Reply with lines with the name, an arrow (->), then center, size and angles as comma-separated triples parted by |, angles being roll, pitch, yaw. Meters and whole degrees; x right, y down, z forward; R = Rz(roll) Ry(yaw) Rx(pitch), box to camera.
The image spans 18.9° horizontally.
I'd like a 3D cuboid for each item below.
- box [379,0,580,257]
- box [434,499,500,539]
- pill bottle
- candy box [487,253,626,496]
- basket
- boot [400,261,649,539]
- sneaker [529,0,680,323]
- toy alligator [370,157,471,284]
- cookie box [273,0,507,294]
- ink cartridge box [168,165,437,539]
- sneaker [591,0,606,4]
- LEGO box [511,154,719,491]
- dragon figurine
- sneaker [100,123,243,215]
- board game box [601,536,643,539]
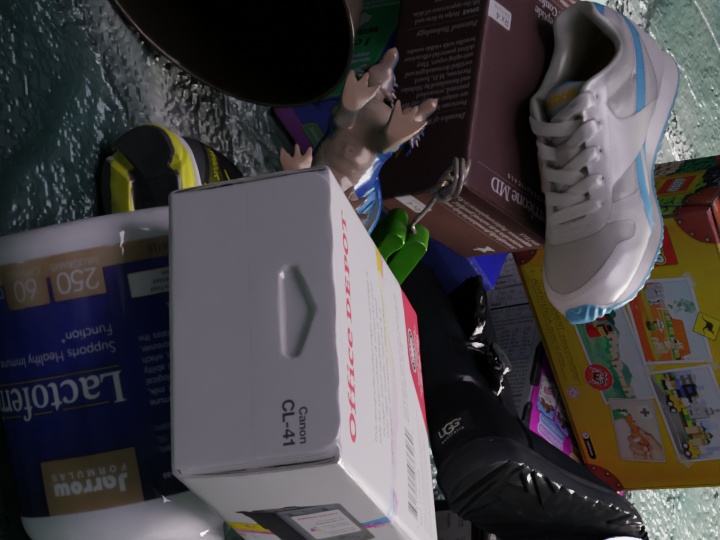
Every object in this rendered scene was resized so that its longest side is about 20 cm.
box -> 0.073, -0.120, 1.305 | 0.100, 0.074, 0.202 | 30, 63, -47
box -> 0.095, 0.257, 1.378 | 0.161, 0.049, 0.202 | 26, 60, -53
pill bottle -> -0.120, 0.075, 1.084 | 0.115, 0.115, 0.202 | -11, 90, -54
candy box -> 0.137, 0.067, 1.485 | 0.136, 0.061, 0.201 | 45, 49, -40
basket -> -0.051, -0.225, 1.243 | 0.180, 0.135, 0.201 | 46, 43, -24
boot -> 0.092, 0.092, 1.331 | 0.200, 0.076, 0.169 | 35, 27, -45
sneaker -> 0.131, -0.063, 1.263 | 0.081, 0.076, 0.201 | 36, 50, -37
toy alligator -> 0.000, 0.000, 1.250 | 0.054, 0.201, 0.060 | 21, 39, -9
cookie box -> 0.049, -0.112, 1.393 | 0.172, 0.075, 0.201 | 55, 43, -31
ink cartridge box -> -0.025, 0.057, 1.061 | 0.200, 0.085, 0.149 | 55, 29, -63
sneaker -> 0.126, -0.257, 1.534 | 0.119, 0.073, 0.201 | -58, 137, -35
LEGO box -> 0.199, 0.037, 1.390 | 0.077, 0.148, 0.201 | -46, 122, -49
dragon figurine -> -0.016, -0.045, 1.183 | 0.059, 0.100, 0.201 | 31, 71, 4
sneaker -> -0.082, 0.019, 1.185 | 0.084, 0.074, 0.202 | -2, 84, -54
board game box -> 0.123, 0.252, 1.326 | 0.157, 0.039, 0.202 | -2, 106, -46
